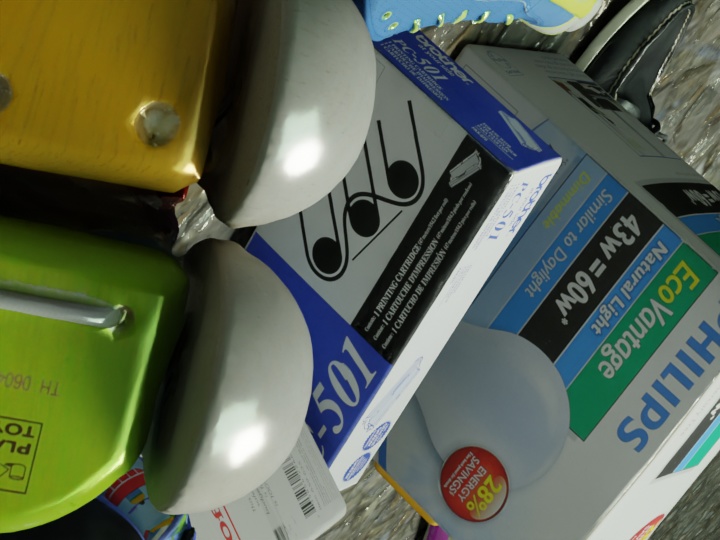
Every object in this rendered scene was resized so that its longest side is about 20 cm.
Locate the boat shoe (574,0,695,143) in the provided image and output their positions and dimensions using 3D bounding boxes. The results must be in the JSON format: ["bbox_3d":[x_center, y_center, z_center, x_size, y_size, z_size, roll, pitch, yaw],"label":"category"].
[{"bbox_3d":[0.134,-0.068,1.152,0.200,0.066,0.074,-54,158,20],"label":"boat shoe"}]

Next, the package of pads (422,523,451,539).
[{"bbox_3d":[0.136,0.145,1.558,0.200,0.068,0.155,-38,160,-26],"label":"package of pads"}]

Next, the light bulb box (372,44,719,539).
[{"bbox_3d":[0.093,0.026,1.051,0.199,0.200,0.125,-55,159,21],"label":"light bulb box"}]

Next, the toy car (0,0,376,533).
[{"bbox_3d":[-0.101,-0.026,0.641,0.150,0.174,0.202,-155,-104,-70],"label":"toy car"}]

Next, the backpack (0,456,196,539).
[{"bbox_3d":[-0.156,0.148,0.755,0.134,0.182,0.201,-28,135,-43],"label":"backpack"}]

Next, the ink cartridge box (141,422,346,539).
[{"bbox_3d":[-0.082,0.081,0.853,0.066,0.116,0.200,-27,177,16],"label":"ink cartridge box"}]

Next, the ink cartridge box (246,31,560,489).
[{"bbox_3d":[0.000,0.000,0.946,0.044,0.094,0.201,-18,146,-52],"label":"ink cartridge box"}]

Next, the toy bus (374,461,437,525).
[{"bbox_3d":[0.095,0.068,1.334,0.200,0.065,0.078,-54,160,18],"label":"toy bus"}]

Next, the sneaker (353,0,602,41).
[{"bbox_3d":[0.029,-0.130,0.836,0.105,0.076,0.200,-36,153,5],"label":"sneaker"}]
